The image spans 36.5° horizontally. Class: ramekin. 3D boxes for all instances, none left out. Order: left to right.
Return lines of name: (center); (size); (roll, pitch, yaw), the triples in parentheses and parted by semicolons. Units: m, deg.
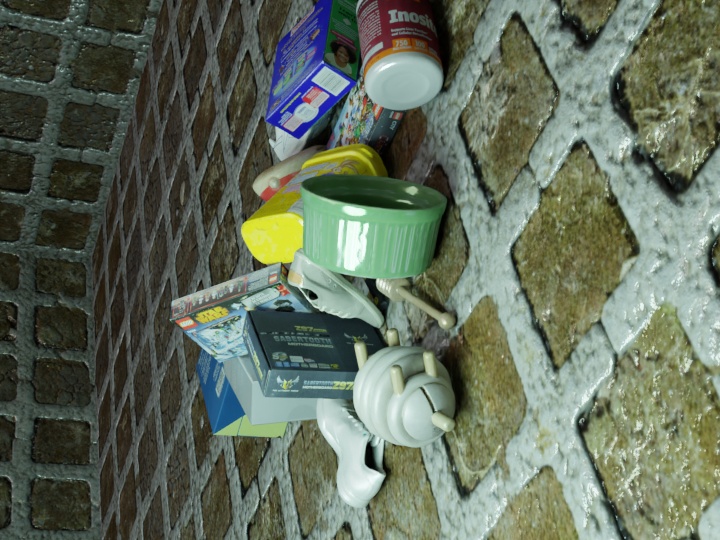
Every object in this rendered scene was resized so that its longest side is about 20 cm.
ramekin: (0.014, -0.060, 1.470); (0.200, 0.198, 0.099); (-138, 52, -63)

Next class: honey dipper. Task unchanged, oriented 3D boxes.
honey dipper: (0.076, 0.043, 1.488); (0.200, 0.038, 0.038); (-143, 62, -62)

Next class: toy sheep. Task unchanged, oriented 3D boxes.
toy sheep: (0.056, 0.156, 1.381); (0.200, 0.137, 0.139); (35, 115, 59)

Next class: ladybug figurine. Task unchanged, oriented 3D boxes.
ladybug figurine: (-0.108, -0.155, 1.850); (0.135, 0.200, 0.072); (-26, 95, 26)

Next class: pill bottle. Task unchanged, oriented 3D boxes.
pill bottle: (0.052, -0.340, 1.559); (0.113, 0.112, 0.201); (128, 142, -51)

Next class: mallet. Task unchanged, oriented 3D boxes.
mallet: (0.000, 0.000, 1.687); (0.201, 0.041, 0.066); (-110, 35, -41)

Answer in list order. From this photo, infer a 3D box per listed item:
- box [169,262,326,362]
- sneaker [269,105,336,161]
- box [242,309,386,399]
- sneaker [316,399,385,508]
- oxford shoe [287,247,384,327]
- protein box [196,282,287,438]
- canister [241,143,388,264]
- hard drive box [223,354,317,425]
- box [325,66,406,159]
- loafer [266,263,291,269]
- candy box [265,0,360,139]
box: (-0.170, 0.067, 1.662); (0.199, 0.137, 0.040); (-18, 49, 21)
sneaker: (-0.110, -0.257, 1.934); (0.087, 0.074, 0.200); (44, 136, 7)
box: (-0.059, 0.121, 1.573); (0.158, 0.198, 0.051); (-120, 40, -56)
sneaker: (-0.003, 0.239, 1.592); (0.089, 0.075, 0.201); (-50, 43, 32)
oxford shoe: (-0.038, 0.037, 1.566); (0.075, 0.200, 0.058); (23, 78, 46)
protein box: (-0.199, 0.162, 1.980); (0.200, 0.134, 0.200); (-118, 41, -54)
canister: (-0.069, -0.098, 1.633); (0.148, 0.200, 0.087); (-8, 119, 42)
hard drive box: (-0.125, 0.167, 1.763); (0.200, 0.155, 0.077); (-136, 46, -61)
box: (0.005, -0.223, 1.734); (0.137, 0.037, 0.201); (-104, 31, -42)
loafer: (-0.094, -0.009, 1.828); (0.199, 0.070, 0.070); (29, 119, 44)
candy box: (-0.074, -0.346, 1.812); (0.169, 0.077, 0.201); (-37, 36, 40)
